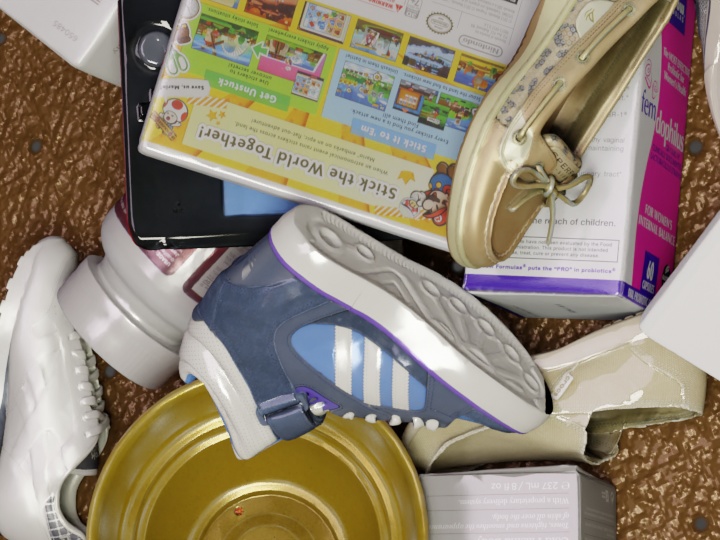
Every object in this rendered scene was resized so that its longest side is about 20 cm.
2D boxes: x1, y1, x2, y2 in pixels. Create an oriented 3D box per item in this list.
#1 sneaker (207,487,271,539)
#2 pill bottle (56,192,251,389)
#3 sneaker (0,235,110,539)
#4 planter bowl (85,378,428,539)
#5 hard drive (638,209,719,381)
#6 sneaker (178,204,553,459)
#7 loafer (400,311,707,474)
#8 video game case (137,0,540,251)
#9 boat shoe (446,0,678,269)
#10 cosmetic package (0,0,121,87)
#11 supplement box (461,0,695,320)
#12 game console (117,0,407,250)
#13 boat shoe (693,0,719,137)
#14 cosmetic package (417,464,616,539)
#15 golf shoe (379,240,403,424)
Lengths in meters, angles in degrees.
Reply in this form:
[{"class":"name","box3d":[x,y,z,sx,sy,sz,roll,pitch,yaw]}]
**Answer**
[{"class":"sneaker","box3d":[-0.070,0.164,1.620,0.077,0.073,0.201,-18,77,-2]},{"class":"pill bottle","box3d":[-0.092,-0.028,1.630,0.200,0.109,0.110,-46,66,10]},{"class":"sneaker","box3d":[-0.197,0.079,1.687,0.080,0.076,0.202,8,91,16]},{"class":"planter bowl","box3d":[-0.058,0.165,1.536,0.199,0.084,0.202,-1,72,2]},{"class":"hard drive","box3d":[0.260,-0.007,1.435,0.131,0.026,0.200,31,126,-4]},{"class":"sneaker","box3d":[-0.007,0.065,1.493,0.199,0.081,0.147,34,116,-16]},{"class":"loafer","box3d":[0.116,0.085,1.535,0.199,0.076,0.069,-25,66,18]},{"class":"video game case","box3d":[-0.007,-0.125,1.488,0.199,0.023,0.183,17,86,-8]},{"class":"boat shoe","box3d":[0.111,-0.088,1.457,0.062,0.073,0.201,25,90,27]},{"class":"cosmetic package","box3d":[-0.140,-0.214,1.634,0.165,0.200,0.165,37,96,24]},{"class":"supplement box","box3d":[0.131,-0.077,1.542,0.103,0.101,0.202,1,82,24]},{"class":"game console","box3d":[-0.039,-0.104,1.504,0.198,0.031,0.178,-2,84,-7]},{"class":"boat shoe","box3d":[0.229,-0.168,1.539,0.074,0.093,0.202,-4,105,-4]},{"class":"cosmetic package","box3d":[0.091,0.220,1.517,0.106,0.090,0.202,-5,76,21]},{"class":"golf shoe","box3d":[0.000,0.000,1.551,0.075,0.092,0.201,-17,112,-5]}]
